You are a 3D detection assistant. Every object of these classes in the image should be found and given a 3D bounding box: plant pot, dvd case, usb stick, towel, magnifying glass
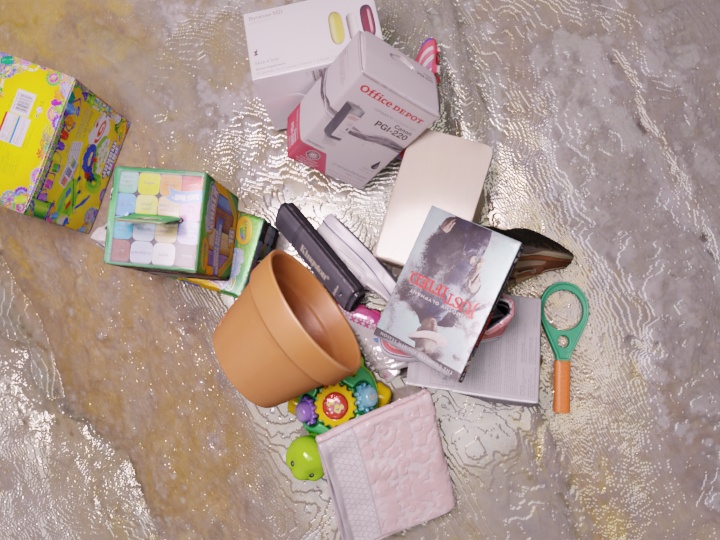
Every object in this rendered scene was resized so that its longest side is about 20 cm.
[{"bbox_3d":[-0.111,0.094,0.848,0.139,0.200,0.202,-37,84,10],"label":"plant pot"},{"bbox_3d":[0.118,0.029,0.835,0.144,0.022,0.203,26,93,28],"label":"dvd case"},{"bbox_3d":[-0.066,-0.023,0.939,0.201,0.032,0.056,49,131,19],"label":"usb stick"},{"bbox_3d":[0.042,0.299,0.899,0.187,0.032,0.204,-18,108,-15],"label":"towel"},{"bbox_3d":[0.319,0.120,0.961,0.078,0.022,0.205,2,83,2],"label":"magnifying glass"}]

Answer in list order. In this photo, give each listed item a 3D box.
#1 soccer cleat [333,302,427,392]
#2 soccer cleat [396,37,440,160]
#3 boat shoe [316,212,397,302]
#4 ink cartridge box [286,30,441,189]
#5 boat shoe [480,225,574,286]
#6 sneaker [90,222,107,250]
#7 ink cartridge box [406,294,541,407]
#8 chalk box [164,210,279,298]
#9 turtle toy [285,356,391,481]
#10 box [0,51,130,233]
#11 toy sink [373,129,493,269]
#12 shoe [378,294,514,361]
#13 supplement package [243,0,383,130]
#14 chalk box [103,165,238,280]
[{"bbox_3d":[0.031,0.119,0.940,0.197,0.070,0.087,26,66,3],"label":"soccer cleat"},{"bbox_3d":[0.086,-0.278,0.984,0.075,0.067,0.205,8,88,8],"label":"soccer cleat"},{"bbox_3d":[0.000,0.000,0.964,0.065,0.073,0.200,-45,73,6],"label":"boat shoe"},{"bbox_3d":[0.001,-0.225,0.888,0.144,0.199,0.086,19,52,-31],"label":"ink cartridge box"},{"bbox_3d":[0.236,-0.019,0.926,0.196,0.076,0.075,5,117,-29],"label":"boat shoe"},{"bbox_3d":[-0.338,-0.076,0.929,0.079,0.199,0.131,35,76,-14],"label":"sneaker"},{"bbox_3d":[0.176,0.113,0.935,0.195,0.057,0.166,5,70,8],"label":"ink cartridge box"},{"bbox_3d":[-0.203,-0.026,0.943,0.196,0.125,0.127,17,86,5],"label":"chalk box"},{"bbox_3d":[-0.045,0.222,0.925,0.144,0.101,0.203,28,87,5],"label":"turtle toy"},{"bbox_3d":[-0.477,-0.183,0.934,0.120,0.193,0.204,19,85,4],"label":"box"},{"bbox_3d":[0.117,-0.093,0.932,0.128,0.112,0.204,17,89,15],"label":"toy sink"},{"bbox_3d":[0.122,0.077,0.875,0.195,0.091,0.073,-10,69,-2],"label":"shoe"},{"bbox_3d":[-0.062,-0.321,0.939,0.195,0.156,0.113,-12,75,2],"label":"supplement package"},{"bbox_3d":[-0.245,-0.060,0.786,0.121,0.200,0.127,6,85,3],"label":"chalk box"}]
